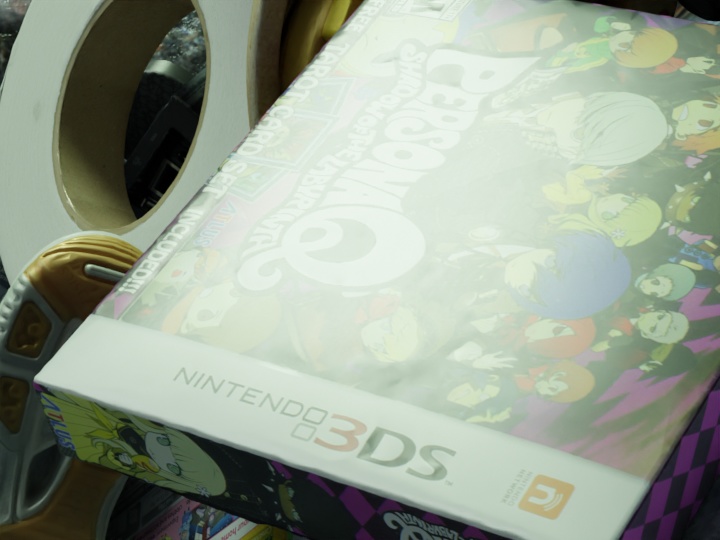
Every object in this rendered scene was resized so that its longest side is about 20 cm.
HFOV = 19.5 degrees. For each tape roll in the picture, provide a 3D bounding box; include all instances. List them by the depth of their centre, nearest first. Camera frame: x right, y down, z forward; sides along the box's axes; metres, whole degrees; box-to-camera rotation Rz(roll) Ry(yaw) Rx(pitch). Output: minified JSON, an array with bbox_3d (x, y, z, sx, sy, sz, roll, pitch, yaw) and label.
[{"bbox_3d":[-0.080,-0.063,0.837,0.202,0.037,0.204,-18,66,47],"label":"tape roll"}]

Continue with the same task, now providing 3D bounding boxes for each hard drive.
[{"bbox_3d":[-0.101,-0.015,0.970,0.200,0.042,0.135,-53,0,28],"label":"hard drive"}]

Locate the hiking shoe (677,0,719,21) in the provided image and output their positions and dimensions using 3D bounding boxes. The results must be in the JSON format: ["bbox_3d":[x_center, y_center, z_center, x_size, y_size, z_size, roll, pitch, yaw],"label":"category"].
[{"bbox_3d":[0.194,-0.183,0.844,0.200,0.076,0.101,-48,7,-21],"label":"hiking shoe"}]

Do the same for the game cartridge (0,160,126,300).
[{"bbox_3d":[-0.149,0.005,1.157,0.133,0.200,0.042,-38,35,25],"label":"game cartridge"}]

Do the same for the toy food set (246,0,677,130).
[{"bbox_3d":[0.036,-0.076,0.761,0.048,0.199,0.199,15,85,41],"label":"toy food set"}]

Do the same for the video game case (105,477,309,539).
[{"bbox_3d":[-0.064,0.099,0.676,0.200,0.022,0.183,-39,39,42],"label":"video game case"}]

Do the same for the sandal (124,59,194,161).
[{"bbox_3d":[-0.076,-0.058,1.153,0.075,0.200,0.045,3,61,28],"label":"sandal"}]

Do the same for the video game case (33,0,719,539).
[{"bbox_3d":[0.036,-0.004,0.592,0.180,0.036,0.200,15,50,31],"label":"video game case"}]

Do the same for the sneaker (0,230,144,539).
[{"bbox_3d":[-0.114,0.083,0.695,0.201,0.075,0.088,-64,12,1],"label":"sneaker"}]
